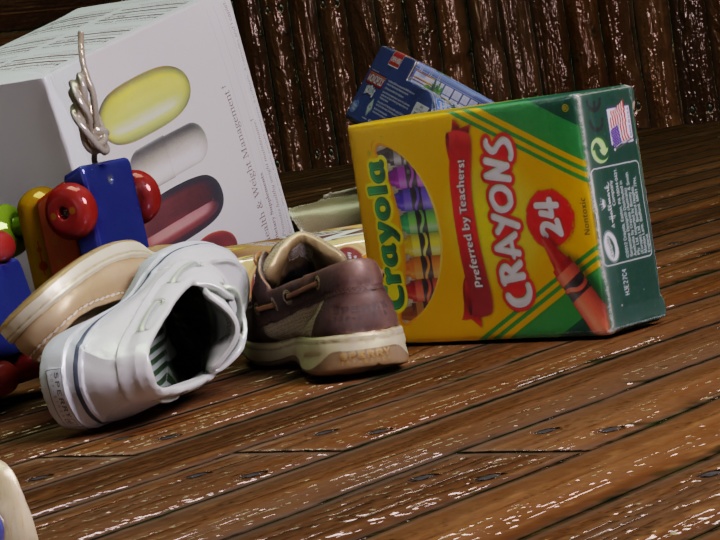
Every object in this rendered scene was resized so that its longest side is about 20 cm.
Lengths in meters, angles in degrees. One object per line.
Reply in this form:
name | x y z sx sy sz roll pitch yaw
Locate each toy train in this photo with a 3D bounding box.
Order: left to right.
toy train | -0.250 0.042 1.267 0.116 0.085 0.200 -19 3 10
toy train | -0.189 -0.036 1.427 0.116 0.200 0.085 -11 3 29

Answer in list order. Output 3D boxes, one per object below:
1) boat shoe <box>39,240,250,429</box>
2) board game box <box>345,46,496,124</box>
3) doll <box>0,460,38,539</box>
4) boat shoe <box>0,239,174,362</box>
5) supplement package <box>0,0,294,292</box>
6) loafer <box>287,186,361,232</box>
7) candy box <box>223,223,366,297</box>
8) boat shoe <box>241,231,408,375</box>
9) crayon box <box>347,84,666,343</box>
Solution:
boat shoe | -0.089 0.034 1.209 0.067 0.074 0.200 -9 17 24
board game box | 0.108 -0.073 1.613 0.200 0.062 0.200 27 4 -17
doll | -0.191 0.098 0.728 0.136 0.049 0.200 -6 5 37
boat shoe | -0.125 0.029 1.288 0.074 0.069 0.200 -40 -9 19
supplement package | -0.176 -0.067 1.594 0.147 0.192 0.200 -4 20 37
loafer | -0.013 -0.019 1.683 0.200 0.076 0.067 -15 3 29
candy box | 0.000 0.000 1.496 0.200 0.055 0.115 -9 5 -20
boat shoe | -0.024 0.013 1.282 0.072 0.072 0.200 -10 5 -12
crayon box | 0.065 -0.026 1.283 0.200 0.127 0.051 -5 6 45
